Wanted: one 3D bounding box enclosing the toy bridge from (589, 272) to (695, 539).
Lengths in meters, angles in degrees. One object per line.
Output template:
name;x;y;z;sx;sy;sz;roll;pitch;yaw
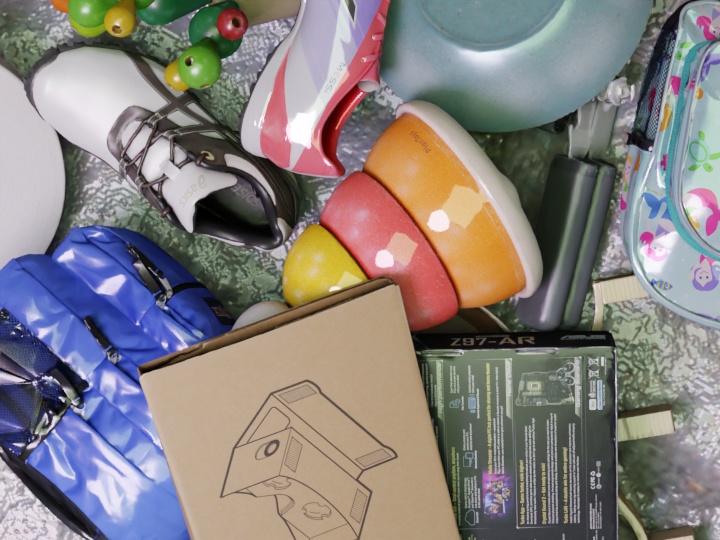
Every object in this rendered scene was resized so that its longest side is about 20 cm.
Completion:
toy bridge;0.175;0.103;1.368;0.067;0.027;0.200;-10;96;7

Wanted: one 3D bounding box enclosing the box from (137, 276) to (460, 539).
box;-0.033;0.119;1.255;0.163;0.021;0.200;-20;116;-12

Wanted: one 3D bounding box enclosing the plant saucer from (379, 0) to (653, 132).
plant saucer;0.086;-0.189;1.307;0.201;0.039;0.201;-1;85;15

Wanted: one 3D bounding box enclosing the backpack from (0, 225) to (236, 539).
backpack;-0.150;0.081;1.312;0.168;0.163;0.200;-46;80;10

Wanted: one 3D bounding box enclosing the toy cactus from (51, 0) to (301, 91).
toy cactus;-0.109;-0.185;1.312;0.165;0.200;0.102;-7;119;-29

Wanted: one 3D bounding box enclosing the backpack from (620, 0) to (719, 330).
backpack;0.253;-0.058;1.285;0.177;0.151;0.200;15;102;-1

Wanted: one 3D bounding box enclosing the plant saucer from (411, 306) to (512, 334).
plant saucer;0.024;0.101;1.379;0.200;0.034;0.200;1;97;5

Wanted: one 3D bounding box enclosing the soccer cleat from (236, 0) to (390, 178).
soccer cleat;-0.007;-0.155;1.297;0.073;0.068;0.200;25;95;19

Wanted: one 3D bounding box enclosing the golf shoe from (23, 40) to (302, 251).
golf shoe;-0.122;-0.078;1.316;0.200;0.095;0.078;28;106;-16

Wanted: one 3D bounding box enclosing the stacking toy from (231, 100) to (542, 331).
stacking toy;0.000;0.000;1.290;0.200;0.146;0.146;-34;93;-9

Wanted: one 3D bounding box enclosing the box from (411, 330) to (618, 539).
box;0.086;0.141;1.335;0.160;0.044;0.200;-2;102;3

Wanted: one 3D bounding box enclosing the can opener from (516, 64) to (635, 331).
can opener;0.135;-0.061;1.346;0.066;0.053;0.200;13;98;35

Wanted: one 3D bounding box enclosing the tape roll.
tape roll;-0.293;-0.057;1.341;0.203;0.037;0.203;-8;114;-18
